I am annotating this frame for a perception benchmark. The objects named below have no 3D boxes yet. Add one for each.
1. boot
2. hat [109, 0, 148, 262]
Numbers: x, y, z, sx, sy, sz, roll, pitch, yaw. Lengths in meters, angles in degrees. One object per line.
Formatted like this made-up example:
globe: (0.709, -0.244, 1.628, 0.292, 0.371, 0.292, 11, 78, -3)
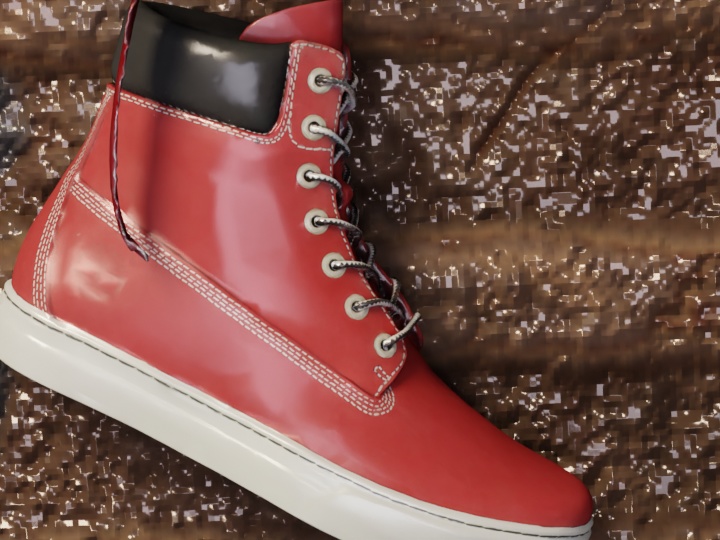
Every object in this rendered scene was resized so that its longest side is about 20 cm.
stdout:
boot: (0.000, 0.000, 0.909, 0.200, 0.072, 0.145, 26, 100, 3)
hat: (-0.067, -0.158, 0.894, 0.200, 0.176, 0.166, -41, 54, -21)
